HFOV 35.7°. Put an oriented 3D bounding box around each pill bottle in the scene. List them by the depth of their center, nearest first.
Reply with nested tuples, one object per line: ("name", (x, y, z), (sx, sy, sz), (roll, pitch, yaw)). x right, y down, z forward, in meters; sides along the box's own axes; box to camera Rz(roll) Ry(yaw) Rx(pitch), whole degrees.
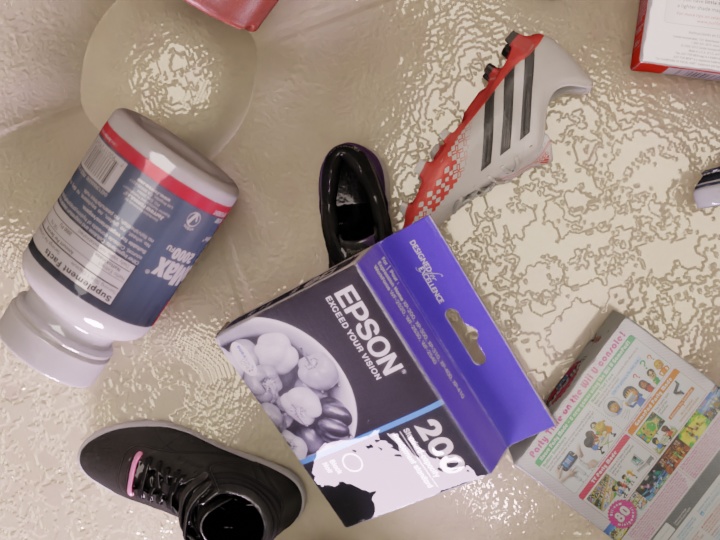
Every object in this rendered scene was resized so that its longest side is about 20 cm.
("pill bottle", (-0.197, -0.014, 0.889), (0.119, 0.120, 0.201), (35, 97, 2))

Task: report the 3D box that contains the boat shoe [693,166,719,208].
("boat shoe", (0.340, -0.117, 0.862), (0.198, 0.071, 0.092), (-20, 91, -1))

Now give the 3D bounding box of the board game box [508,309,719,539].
("board game box", (0.240, 0.151, 0.888), (0.199, 0.064, 0.148), (37, 95, 0))

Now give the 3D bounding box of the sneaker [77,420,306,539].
("sneaker", (-0.146, 0.175, 0.907), (0.197, 0.099, 0.072), (14, 97, 5))

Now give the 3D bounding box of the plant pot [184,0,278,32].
("plant pot", (-0.090, -0.301, 0.834), (0.200, 0.201, 0.196), (35, 105, 2))

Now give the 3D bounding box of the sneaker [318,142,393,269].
("sneaker", (0.000, 0.000, 0.887), (0.075, 0.088, 0.203), (-13, 92, 6))

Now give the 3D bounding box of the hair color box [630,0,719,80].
("hair color box", (0.279, -0.250, 0.859), (0.109, 0.064, 0.203), (9, 96, 6))

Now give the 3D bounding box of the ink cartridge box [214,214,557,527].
("ink cartridge box", (0.019, 0.086, 0.864), (0.199, 0.043, 0.199), (-28, 104, 26))

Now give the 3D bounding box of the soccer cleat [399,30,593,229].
("soccer cleat", (0.104, -0.092, 0.884), (0.085, 0.069, 0.201), (34, 91, 6))
